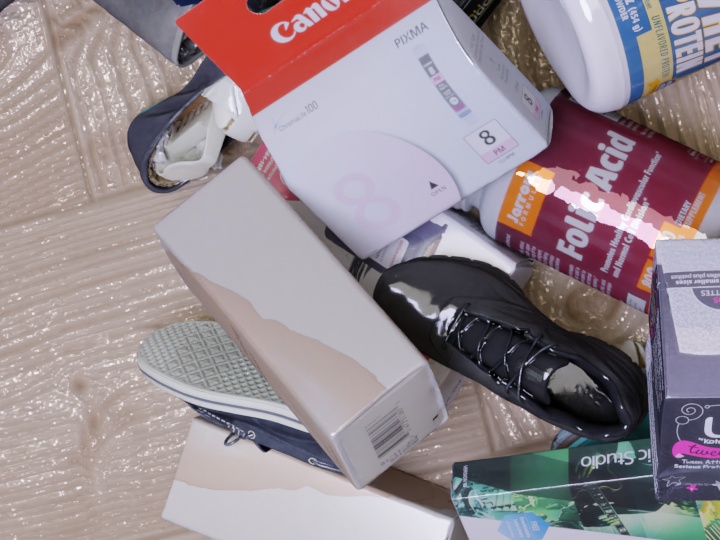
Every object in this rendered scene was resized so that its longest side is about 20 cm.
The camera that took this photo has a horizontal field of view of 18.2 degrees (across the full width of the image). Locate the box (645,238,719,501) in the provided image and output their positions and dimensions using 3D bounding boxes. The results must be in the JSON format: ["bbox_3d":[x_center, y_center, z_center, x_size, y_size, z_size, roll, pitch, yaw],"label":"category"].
[{"bbox_3d":[0.281,0.059,1.403,0.198,0.115,0.133,0,50,3],"label":"box"}]

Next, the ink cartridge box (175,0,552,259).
[{"bbox_3d":[0.000,-0.116,1.433,0.162,0.057,0.200,-31,124,30],"label":"ink cartridge box"}]

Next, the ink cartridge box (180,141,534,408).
[{"bbox_3d":[0.000,0.000,1.573,0.199,0.084,0.145,34,99,10],"label":"ink cartridge box"}]

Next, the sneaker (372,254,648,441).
[{"bbox_3d":[0.100,0.050,1.469,0.199,0.091,0.076,25,99,2],"label":"sneaker"}]

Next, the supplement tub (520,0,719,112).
[{"bbox_3d":[0.210,-0.205,1.468,0.199,0.145,0.145,-25,85,-5],"label":"supplement tub"}]

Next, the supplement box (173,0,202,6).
[{"bbox_3d":[-0.052,-0.304,1.475,0.199,0.134,0.201,-5,50,38],"label":"supplement box"}]

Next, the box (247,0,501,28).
[{"bbox_3d":[0.026,-0.223,1.563,0.161,0.049,0.200,41,100,22],"label":"box"}]

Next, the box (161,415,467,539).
[{"bbox_3d":[-0.027,0.168,1.581,0.199,0.095,0.078,20,97,11],"label":"box"}]

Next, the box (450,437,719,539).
[{"bbox_3d":[0.173,0.169,1.512,0.198,0.145,0.037,-10,49,14],"label":"box"}]

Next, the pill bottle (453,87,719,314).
[{"bbox_3d":[0.151,-0.054,1.519,0.199,0.114,0.115,26,97,12],"label":"pill bottle"}]

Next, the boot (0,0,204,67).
[{"bbox_3d":[-0.190,-0.202,1.608,0.200,0.072,0.182,38,100,18],"label":"boot"}]

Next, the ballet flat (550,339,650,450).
[{"bbox_3d":[0.215,0.069,1.540,0.199,0.074,0.075,-24,86,11],"label":"ballet flat"}]

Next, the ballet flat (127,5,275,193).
[{"bbox_3d":[-0.095,-0.110,1.569,0.200,0.073,0.073,-32,83,42],"label":"ballet flat"}]

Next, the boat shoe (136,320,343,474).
[{"bbox_3d":[-0.067,0.089,1.535,0.199,0.075,0.063,17,135,24],"label":"boat shoe"}]

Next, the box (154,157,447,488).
[{"bbox_3d":[-0.038,0.032,1.449,0.078,0.095,0.200,-38,61,-8],"label":"box"}]
